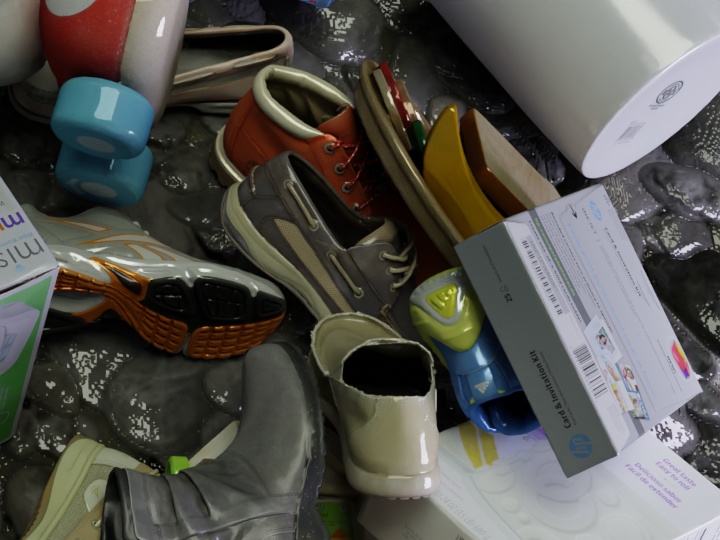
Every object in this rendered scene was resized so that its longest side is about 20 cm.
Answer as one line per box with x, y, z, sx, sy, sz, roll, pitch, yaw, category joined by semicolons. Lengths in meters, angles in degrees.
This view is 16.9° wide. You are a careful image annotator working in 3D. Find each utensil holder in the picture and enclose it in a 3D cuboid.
0.159;-0.192;1.743;0.170;0.170;0.200;-29;70;-31;utensil holder

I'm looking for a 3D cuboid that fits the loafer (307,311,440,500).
0.014;0.068;1.477;0.076;0.068;0.200;3;23;-14;loafer

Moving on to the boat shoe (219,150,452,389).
0.000;0.000;1.591;0.200;0.073;0.075;39;29;-10;boat shoe

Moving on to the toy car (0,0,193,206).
-0.213;-0.166;1.556;0.200;0.177;0.184;14;73;-1;toy car

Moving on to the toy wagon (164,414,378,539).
-0.046;0.148;1.525;0.155;0.040;0.200;5;55;-15;toy wagon

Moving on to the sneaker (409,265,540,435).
0.089;0.060;1.538;0.200;0.076;0.105;12;57;-66;sneaker

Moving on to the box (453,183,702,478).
0.140;0.032;1.512;0.156;0.041;0.200;64;25;2;box

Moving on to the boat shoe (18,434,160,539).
-0.177;0.187;1.439;0.063;0.073;0.201;20;46;2;boat shoe

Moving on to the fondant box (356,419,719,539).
0.118;0.151;1.514;0.144;0.058;0.200;40;36;28;fondant box

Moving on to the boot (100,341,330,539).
-0.090;0.125;1.454;0.132;0.070;0.200;5;54;-19;boot

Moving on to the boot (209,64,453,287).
-0.006;-0.057;1.638;0.200;0.107;0.075;35;50;5;boot

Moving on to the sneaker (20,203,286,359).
-0.145;-0.005;1.581;0.200;0.076;0.092;11;41;-18;sneaker

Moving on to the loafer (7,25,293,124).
-0.143;-0.145;1.679;0.200;0.063;0.072;-5;58;-20;loafer

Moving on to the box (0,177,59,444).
-0.277;0.003;1.451;0.097;0.200;0.176;-25;66;-30;box

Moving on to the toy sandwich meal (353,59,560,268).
0.072;-0.067;1.623;0.070;0.205;0.205;-32;65;11;toy sandwich meal

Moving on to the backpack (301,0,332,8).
-0.082;-0.282;1.731;0.134;0.183;0.200;-14;74;-16;backpack
